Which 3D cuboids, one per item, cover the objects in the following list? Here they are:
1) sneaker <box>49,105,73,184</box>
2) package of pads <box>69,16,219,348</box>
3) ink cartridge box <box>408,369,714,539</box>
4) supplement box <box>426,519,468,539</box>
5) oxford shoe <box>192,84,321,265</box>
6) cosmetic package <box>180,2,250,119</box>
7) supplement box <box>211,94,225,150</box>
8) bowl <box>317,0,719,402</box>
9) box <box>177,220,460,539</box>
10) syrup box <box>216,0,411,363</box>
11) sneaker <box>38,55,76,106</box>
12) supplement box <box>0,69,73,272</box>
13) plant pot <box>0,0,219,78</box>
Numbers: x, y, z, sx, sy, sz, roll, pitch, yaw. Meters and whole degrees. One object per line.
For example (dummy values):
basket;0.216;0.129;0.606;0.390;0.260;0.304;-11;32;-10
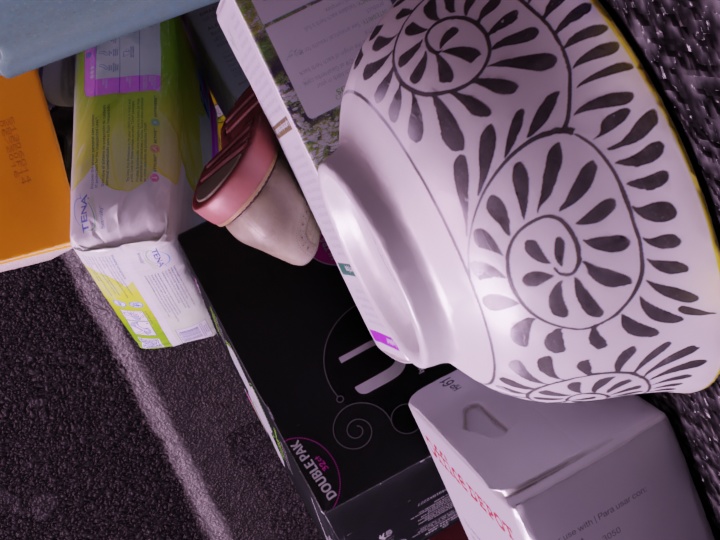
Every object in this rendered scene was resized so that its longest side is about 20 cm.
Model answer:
sneaker;-0.186;-0.048;0.964;0.067;0.090;0.201;-72;-38;-54
package of pads;-0.138;-0.070;0.830;0.155;0.067;0.202;75;-171;-63
ink cartridge box;0.113;0.146;0.606;0.201;0.084;0.144;65;171;-18
supplement box;0.057;0.264;0.814;0.133;0.197;0.200;55;180;42
oxford shoe;-0.039;-0.074;0.735;0.075;0.070;0.201;40;-142;-18
cosmetic package;-0.098;-0.189;0.907;0.201;0.074;0.102;59;170;22
supplement box;-0.149;-0.097;1.052;0.110;0.199;0.109;65;173;-14
bowl;0.044;-0.022;0.484;0.202;0.094;0.201;60;171;15
box;0.004;0.050;0.752;0.201;0.148;0.125;58;169;29
syrup box;0.008;-0.060;0.631;0.201;0.078;0.081;64;171;-7
sneaker;-0.232;-0.201;0.874;0.073;0.113;0.202;78;-168;-63
supplement box;-0.249;-0.064;0.849;0.200;0.073;0.127;171;83;-71
plant pot;-0.150;-0.218;0.713;0.201;0.195;0.200;60;170;17
